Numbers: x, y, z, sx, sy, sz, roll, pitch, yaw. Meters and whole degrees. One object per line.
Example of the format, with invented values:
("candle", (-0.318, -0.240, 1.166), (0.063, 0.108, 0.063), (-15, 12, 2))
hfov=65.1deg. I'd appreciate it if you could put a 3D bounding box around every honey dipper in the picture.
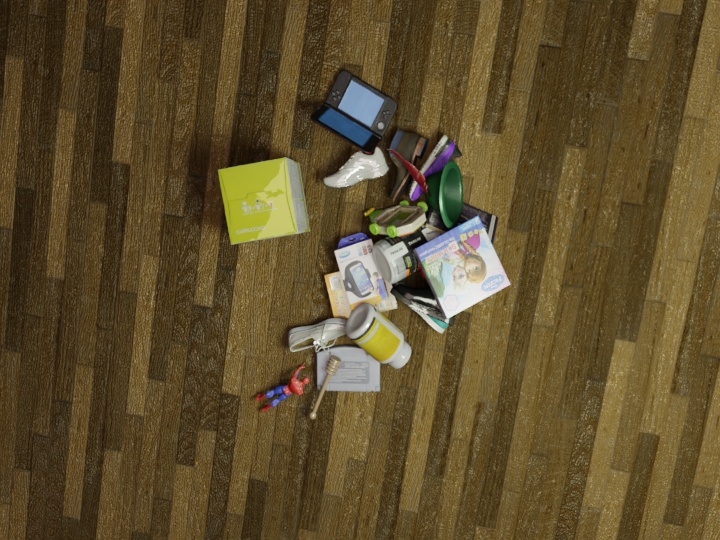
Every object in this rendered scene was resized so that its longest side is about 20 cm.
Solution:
("honey dipper", (-0.111, 0.352, 1.678), (0.037, 0.038, 0.206), (23, 99, 2))

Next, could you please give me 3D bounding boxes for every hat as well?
("hat", (0.178, -0.219, 1.554), (0.171, 0.164, 0.209), (3, 89, 31))

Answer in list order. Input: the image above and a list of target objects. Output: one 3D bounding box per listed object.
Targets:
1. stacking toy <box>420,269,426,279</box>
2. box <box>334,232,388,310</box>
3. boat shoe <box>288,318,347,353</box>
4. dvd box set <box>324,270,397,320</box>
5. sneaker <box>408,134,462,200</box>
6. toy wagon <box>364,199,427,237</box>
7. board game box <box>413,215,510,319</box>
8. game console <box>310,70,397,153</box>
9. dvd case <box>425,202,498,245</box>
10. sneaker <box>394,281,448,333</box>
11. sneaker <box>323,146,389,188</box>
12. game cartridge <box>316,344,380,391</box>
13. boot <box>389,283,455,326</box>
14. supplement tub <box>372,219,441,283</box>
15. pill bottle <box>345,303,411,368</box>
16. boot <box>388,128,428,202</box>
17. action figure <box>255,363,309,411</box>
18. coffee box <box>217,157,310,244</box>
("stacking toy", (0.262, -0.032, 1.623), (0.195, 0.085, 0.088), (-26, 94, 14))
("box", (0.000, 0.000, 1.631), (0.115, 0.042, 0.207), (-17, 96, 5))
("boat shoe", (-0.122, 0.204, 1.659), (0.194, 0.088, 0.076), (-11, 139, 8))
("dvd box set", (0.002, 0.061, 1.672), (0.193, 0.029, 0.152), (-14, 95, 6))
("sneaker", (0.218, -0.272, 1.598), (0.098, 0.070, 0.203), (34, 98, -2))
("toy wagon", (0.092, -0.147, 1.588), (0.154, 0.196, 0.041), (-37, 122, -33))
("board game box", (0.268, -0.009, 1.496), (0.195, 0.041, 0.205), (-27, 88, -4))
("game console", (-0.014, -0.446, 1.575), (0.196, 0.119, 0.176), (30, 98, 1))
("dvd case", (0.287, -0.136, 1.581), (0.194, 0.151, 0.016), (23, 138, 2))
("sneaker", (0.201, 0.074, 1.628), (0.199, 0.084, 0.121), (40, 103, -8))
("sneaker", (-0.017, -0.290, 1.615), (0.193, 0.075, 0.090), (-19, 101, -2))
("game cartridge", (-0.036, 0.294, 1.699), (0.192, 0.041, 0.139), (1, 100, 5))
("boot", (0.197, 0.040, 1.554), (0.205, 0.079, 0.163), (23, 88, -1))
("supplement tub", (0.140, -0.060, 1.577), (0.196, 0.122, 0.126), (-28, 94, -18))
("pill bottle", (0.056, 0.194, 1.617), (0.112, 0.113, 0.199), (-44, 117, 7))
("boot", (0.111, -0.302, 1.611), (0.095, 0.075, 0.205), (27, 89, 12))
("action figure", (-0.219, 0.354, 1.714), (0.197, 0.099, 0.066), (-29, 97, 30))
("coffee box", (-0.264, -0.193, 1.583), (0.192, 0.198, 0.208), (-8, 96, 6))
